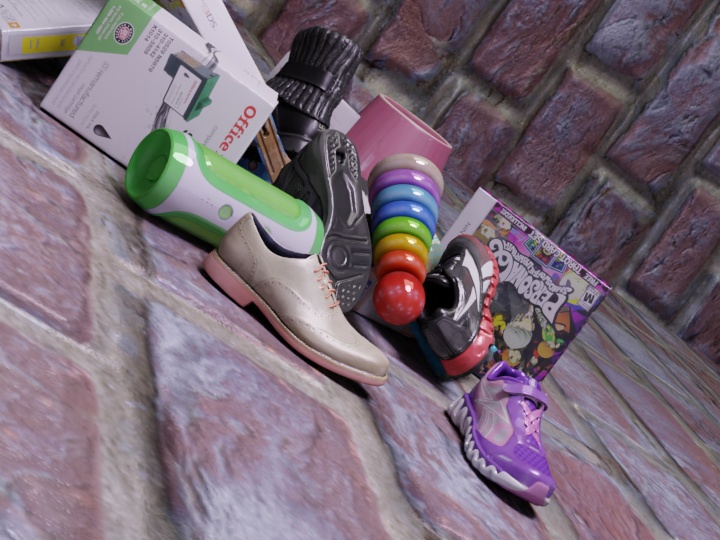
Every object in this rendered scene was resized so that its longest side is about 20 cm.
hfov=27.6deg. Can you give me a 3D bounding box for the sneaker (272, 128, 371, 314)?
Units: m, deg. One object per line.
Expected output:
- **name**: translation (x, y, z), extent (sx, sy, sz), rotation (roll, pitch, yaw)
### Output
- **sneaker**: translation (-0.049, -0.037, 1.538), extent (0.076, 0.114, 0.202), rotation (11, 64, -38)

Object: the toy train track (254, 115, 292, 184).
- **toy train track**: translation (-0.101, -0.129, 1.622), extent (0.033, 0.114, 0.201), rotation (47, -18, 45)

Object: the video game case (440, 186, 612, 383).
- **video game case**: translation (0.167, 0.032, 1.743), extent (0.199, 0.182, 0.036), rotation (38, 10, 8)

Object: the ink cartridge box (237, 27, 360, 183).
- **ink cartridge box**: translation (-0.082, -0.186, 1.804), extent (0.068, 0.200, 0.115), rotation (37, 7, -48)

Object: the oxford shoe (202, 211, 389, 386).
- **oxford shoe**: translation (-0.047, 0.027, 1.320), extent (0.199, 0.074, 0.071), rotation (37, 10, 0)

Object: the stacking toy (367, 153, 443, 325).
- **stacking toy**: translation (0.045, -0.025, 1.540), extent (0.085, 0.085, 0.202), rotation (31, 42, -28)

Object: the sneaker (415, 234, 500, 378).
- **sneaker**: translation (0.100, 0.018, 1.583), extent (0.098, 0.070, 0.202), rotation (44, 33, -26)

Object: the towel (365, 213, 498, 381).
- **towel**: translation (0.078, 0.021, 1.639), extent (0.146, 0.022, 0.202), rotation (-15, 76, -61)

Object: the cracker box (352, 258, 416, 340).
- **cracker box**: translation (0.000, 0.000, 1.667), extent (0.199, 0.058, 0.134), rotation (27, 16, -44)

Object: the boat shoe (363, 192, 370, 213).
- **boat shoe**: translation (-0.039, -0.081, 1.789), extent (0.070, 0.071, 0.200), rotation (45, -16, -16)

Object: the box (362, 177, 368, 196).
- **box**: translation (-0.008, -0.075, 1.888), extent (0.199, 0.035, 0.110), rotation (39, -28, 9)

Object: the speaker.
- **speaker**: translation (-0.129, -0.062, 1.419), extent (0.199, 0.089, 0.089), rotation (29, 12, -38)

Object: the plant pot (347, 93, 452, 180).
- **plant pot**: translation (0.026, -0.135, 2.036), extent (0.199, 0.180, 0.200), rotation (36, 10, -7)

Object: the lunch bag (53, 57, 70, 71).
- **lunch bag**: translation (-0.261, -0.216, 1.694), extent (0.160, 0.083, 0.200), rotation (32, 11, -43)

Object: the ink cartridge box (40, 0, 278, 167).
- **ink cartridge box**: translation (-0.201, -0.173, 1.500), extent (0.199, 0.147, 0.084), rotation (34, 11, -9)

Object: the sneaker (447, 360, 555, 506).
- **sneaker**: translation (0.146, 0.148, 1.403), extent (0.080, 0.089, 0.200), rotation (34, 11, -21)

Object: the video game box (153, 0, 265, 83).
- **video game box**: translation (-0.192, -0.286, 1.635), extent (0.201, 0.047, 0.182), rotation (62, -16, -19)

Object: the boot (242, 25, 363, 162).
- **boot**: translation (-0.103, -0.211, 1.732), extent (0.209, 0.160, 0.079), rotation (12, -11, 30)

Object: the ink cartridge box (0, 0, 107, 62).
- **ink cartridge box**: translation (-0.343, -0.297, 1.628), extent (0.198, 0.047, 0.198), rotation (-8, 36, -35)
